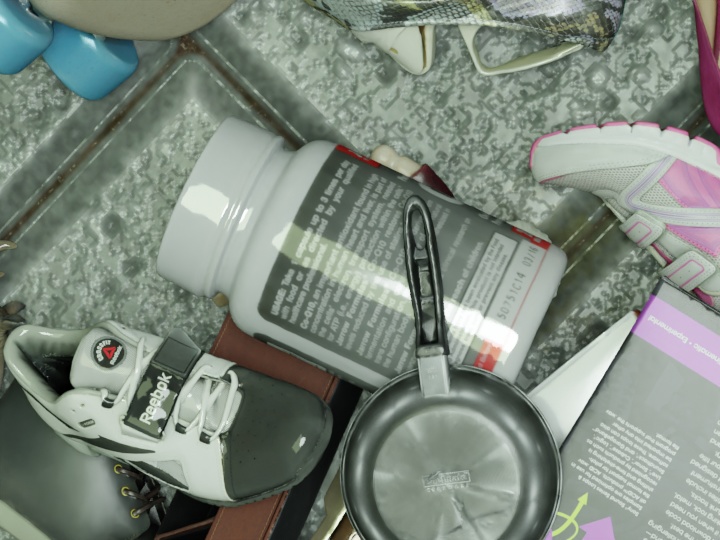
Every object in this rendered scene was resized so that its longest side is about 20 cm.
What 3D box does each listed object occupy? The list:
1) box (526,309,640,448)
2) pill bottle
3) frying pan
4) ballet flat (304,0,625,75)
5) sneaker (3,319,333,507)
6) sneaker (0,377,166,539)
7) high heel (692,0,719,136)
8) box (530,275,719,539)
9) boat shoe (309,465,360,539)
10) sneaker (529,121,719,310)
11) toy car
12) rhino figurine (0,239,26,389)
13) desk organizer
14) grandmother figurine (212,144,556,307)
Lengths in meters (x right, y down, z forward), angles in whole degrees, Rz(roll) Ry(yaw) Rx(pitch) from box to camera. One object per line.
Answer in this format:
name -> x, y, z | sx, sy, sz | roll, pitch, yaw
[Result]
box -> 0.175, 0.128, 1.182 | 0.097, 0.124, 0.200 | -39, 85, 6
pill bottle -> 0.000, 0.000, 1.162 | 0.199, 0.114, 0.115 | 25, 93, 4
frying pan -> 0.054, 0.069, 1.089 | 0.114, 0.031, 0.192 | 15, 98, 7
ballet flat -> 0.053, -0.145, 1.235 | 0.198, 0.072, 0.073 | 1, 90, 10
sneaker -> -0.110, 0.069, 1.149 | 0.199, 0.089, 0.075 | 7, 64, 33
sneaker -> -0.136, 0.127, 1.254 | 0.199, 0.075, 0.107 | 31, 94, 9
high heel -> 0.211, -0.168, 1.193 | 0.067, 0.096, 0.202 | -9, 88, 9
box -> 0.162, 0.125, 1.103 | 0.142, 0.036, 0.201 | 32, 94, 9
boat shoe -> -0.005, 0.181, 1.235 | 0.068, 0.072, 0.201 | 25, 93, 9
sneaker -> 0.186, -0.027, 1.203 | 0.198, 0.081, 0.089 | 16, 90, 9
toy car -> -0.156, -0.235, 1.224 | 0.184, 0.177, 0.201 | -37, 72, 18
rhino figurine -> -0.260, 0.065, 1.280 | 0.087, 0.060, 0.201 | 34, 93, -10
desk organizer -> -0.070, 0.121, 1.202 | 0.076, 0.072, 0.201 | 18, 62, 12
grandmother figurine -> 0.017, -0.011, 1.244 | 0.198, 0.061, 0.122 | 6, 111, 6
